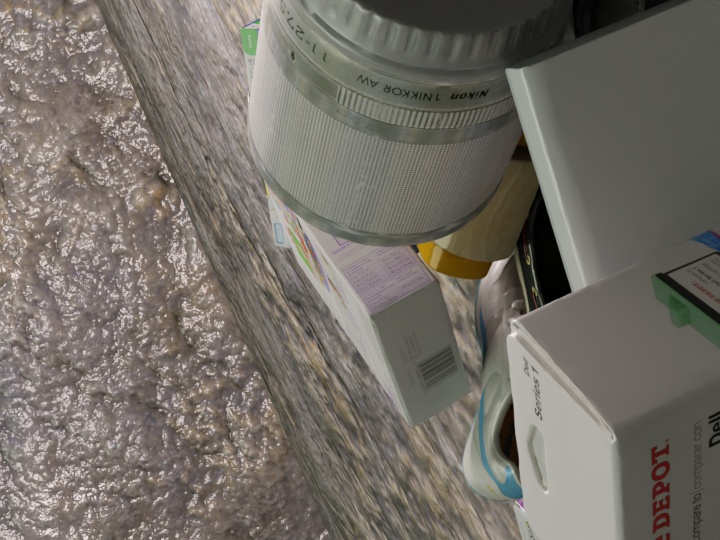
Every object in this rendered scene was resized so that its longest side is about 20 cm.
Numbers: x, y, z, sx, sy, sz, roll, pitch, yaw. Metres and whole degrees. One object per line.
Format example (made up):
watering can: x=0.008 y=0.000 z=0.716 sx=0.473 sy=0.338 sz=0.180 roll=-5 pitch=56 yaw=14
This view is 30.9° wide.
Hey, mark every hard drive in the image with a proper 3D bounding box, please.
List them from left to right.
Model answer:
hard drive: x=0.160 y=-0.029 z=0.654 sx=0.027 sy=0.131 sz=0.201 roll=28 pitch=140 yaw=68

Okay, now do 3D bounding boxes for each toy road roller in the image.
toy road roller: x=0.030 y=-0.096 z=0.900 sx=0.200 sy=0.145 sz=0.123 roll=-114 pitch=36 yaw=-54

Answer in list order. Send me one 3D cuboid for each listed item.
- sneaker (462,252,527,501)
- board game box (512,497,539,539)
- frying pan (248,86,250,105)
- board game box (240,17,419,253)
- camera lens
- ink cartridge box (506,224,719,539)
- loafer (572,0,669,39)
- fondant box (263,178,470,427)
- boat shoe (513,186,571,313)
sneaker: x=0.126 y=0.071 z=0.973 sx=0.081 sy=0.076 sz=0.201 roll=147 pitch=129 yaw=-71
board game box: x=0.185 y=0.191 z=0.734 sx=0.200 sy=0.103 sz=0.105 roll=35 pitch=145 yaw=66
frying pan: x=-0.042 y=-0.123 z=1.276 sx=0.190 sy=0.031 sz=0.115 roll=34 pitch=-137 yaw=-42
board game box: x=-0.023 y=-0.108 z=1.095 sx=0.135 sy=0.034 sz=0.201 roll=8 pitch=119 yaw=31
camera lens: x=0.023 y=-0.121 z=0.719 sx=0.160 sy=0.159 sz=0.200 roll=61 pitch=158 yaw=23
ink cartridge box: x=0.176 y=0.057 z=0.591 sx=0.084 sy=0.199 sz=0.145 roll=52 pitch=161 yaw=47
loafer: x=0.152 y=-0.132 z=0.700 sx=0.072 sy=0.073 sz=0.201 roll=21 pitch=142 yaw=13
fondant box: x=0.000 y=0.000 z=0.983 sx=0.200 sy=0.058 sz=0.145 roll=53 pitch=169 yaw=38
boat shoe: x=0.154 y=0.032 z=0.903 sx=0.063 sy=0.073 sz=0.202 roll=-158 pitch=50 yaw=-82
